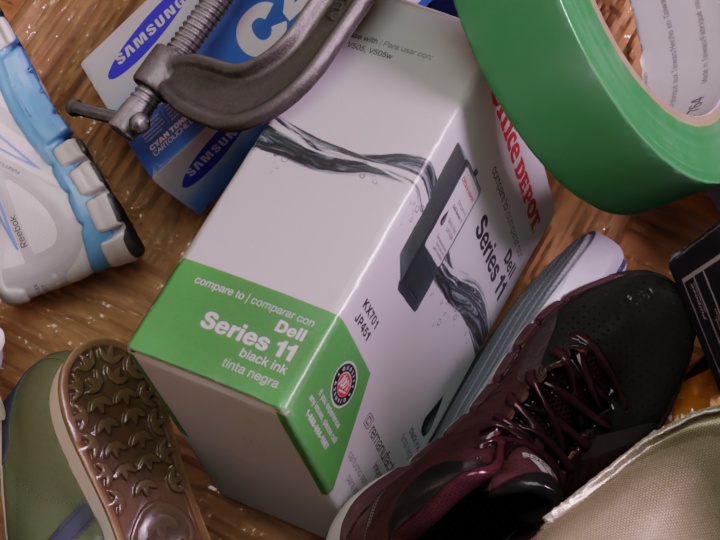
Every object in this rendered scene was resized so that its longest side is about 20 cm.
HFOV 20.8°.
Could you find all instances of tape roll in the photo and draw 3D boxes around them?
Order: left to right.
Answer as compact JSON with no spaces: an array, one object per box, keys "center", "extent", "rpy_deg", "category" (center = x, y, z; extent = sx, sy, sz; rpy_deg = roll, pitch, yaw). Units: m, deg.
[{"center":[0.108,-0.126,0.860],"extent":[0.048,0.200,0.201],"rpy_deg":[-20,60,32],"category":"tape roll"}]

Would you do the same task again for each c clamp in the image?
[{"center":[-0.044,-0.134,0.881],"extent":[0.200,0.027,0.171],"rpy_deg":[-52,34,-5],"category":"c clamp"}]

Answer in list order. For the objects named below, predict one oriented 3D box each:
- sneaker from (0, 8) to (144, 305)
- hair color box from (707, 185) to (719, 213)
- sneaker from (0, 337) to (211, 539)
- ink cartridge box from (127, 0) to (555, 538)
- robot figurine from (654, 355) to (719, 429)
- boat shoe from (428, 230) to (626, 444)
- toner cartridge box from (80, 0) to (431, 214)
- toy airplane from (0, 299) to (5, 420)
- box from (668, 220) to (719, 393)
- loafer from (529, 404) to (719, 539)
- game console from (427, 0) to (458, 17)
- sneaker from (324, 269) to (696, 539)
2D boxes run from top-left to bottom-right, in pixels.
[{"center":[-0.189,-0.070,0.954],"extent":[0.087,0.075,0.200],"rpy_deg":[-31,67,-4],"category":"sneaker"},{"center":[0.259,-0.093,0.921],"extent":[0.200,0.061,0.099],"rpy_deg":[-43,27,-15],"category":"hair color box"},{"center":[-0.112,0.132,0.862],"extent":[0.067,0.090,0.201],"rpy_deg":[-14,90,-39],"category":"sneaker"},{"center":[0.000,0.000,0.861],"extent":[0.083,0.147,0.200],"rpy_deg":[19,66,26],"category":"ink cartridge box"},{"center":[0.222,0.069,0.877],"extent":[0.200,0.058,0.145],"rpy_deg":[-24,67,-7],"category":"robot figurine"},{"center":[0.072,0.075,0.885],"extent":[0.062,0.072,0.200],"rpy_deg":[34,76,-6],"category":"boat shoe"},{"center":[-0.035,-0.130,0.937],"extent":[0.200,0.043,0.095],"rpy_deg":[-42,50,9],"category":"toner cartridge box"},{"center":[-0.234,0.083,0.825],"extent":[0.141,0.199,0.200],"rpy_deg":[33,88,9],"category":"toy airplane"},{"center":[0.223,0.050,0.737],"extent":[0.123,0.198,0.200],"rpy_deg":[-20,83,-7],"category":"box"},{"center":[0.089,0.117,0.692],"extent":[0.200,0.068,0.076],"rpy_deg":[-39,82,-15],"category":"loafer"},{"center":[0.009,-0.176,0.970],"extent":[0.116,0.176,0.201],"rpy_deg":[15,63,-25],"category":"game console"},{"center":[0.078,0.073,0.791],"extent":[0.200,0.116,0.076],"rpy_deg":[-43,94,-13],"category":"sneaker"}]
